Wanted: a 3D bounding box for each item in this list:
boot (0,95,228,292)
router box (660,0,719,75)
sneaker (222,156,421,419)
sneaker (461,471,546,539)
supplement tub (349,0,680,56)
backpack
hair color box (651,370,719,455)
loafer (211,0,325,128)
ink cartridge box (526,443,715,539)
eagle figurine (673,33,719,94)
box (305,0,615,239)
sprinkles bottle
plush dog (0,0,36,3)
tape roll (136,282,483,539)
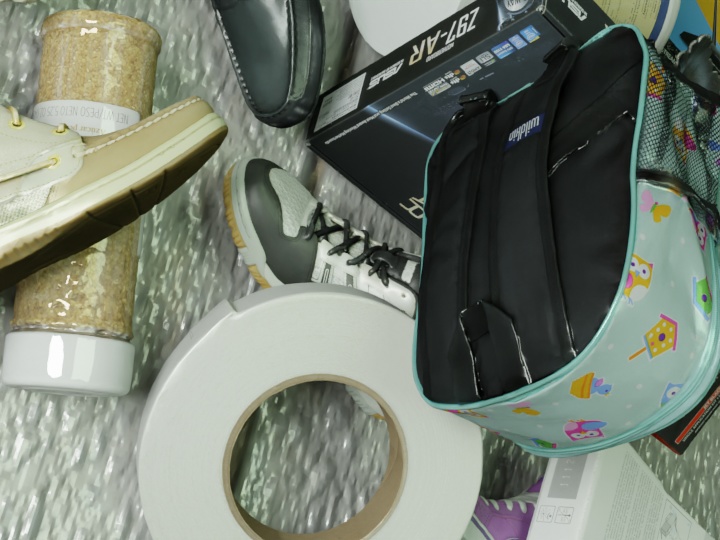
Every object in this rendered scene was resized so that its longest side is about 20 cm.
[{"bbox_3d":[-0.180,-0.077,0.614,0.199,0.072,0.156,-28,84,-10],"label":"boot"},{"bbox_3d":[0.280,-0.180,1.044,0.199,0.051,0.150,35,63,-30],"label":"router box"},{"bbox_3d":[0.000,0.000,0.772,0.200,0.087,0.076,51,35,-25],"label":"sneaker"},{"bbox_3d":[0.094,0.168,0.856,0.201,0.072,0.115,50,54,-36],"label":"sneaker"},{"bbox_3d":[0.104,-0.197,0.849,0.199,0.144,0.146,-2,86,-38],"label":"supplement tub"},{"bbox_3d":[0.117,0.000,0.679,0.153,0.175,0.201,36,52,-29],"label":"backpack"},{"bbox_3d":[0.201,0.046,0.902,0.102,0.061,0.200,-52,134,1],"label":"hair color box"},{"bbox_3d":[-0.070,-0.184,0.754,0.070,0.068,0.203,-2,79,-56],"label":"loafer"},{"bbox_3d":[0.166,0.231,0.848,0.176,0.044,0.201,46,54,-37],"label":"ink cartridge box"},{"bbox_3d":[0.207,-0.081,0.907,0.200,0.151,0.152,38,84,-34],"label":"eagle figurine"},{"bbox_3d":[0.088,-0.086,0.789,0.160,0.199,0.044,38,49,-30],"label":"box"},{"bbox_3d":[-0.149,-0.035,0.682,0.068,0.068,0.202,11,78,-37],"label":"sprinkles bottle"},{"bbox_3d":[-0.216,-0.251,0.609,0.199,0.161,0.173,14,41,-35],"label":"plush dog"},{"bbox_3d":[-0.028,0.107,0.725,0.201,0.037,0.205,-2,100,-12],"label":"tape roll"}]
